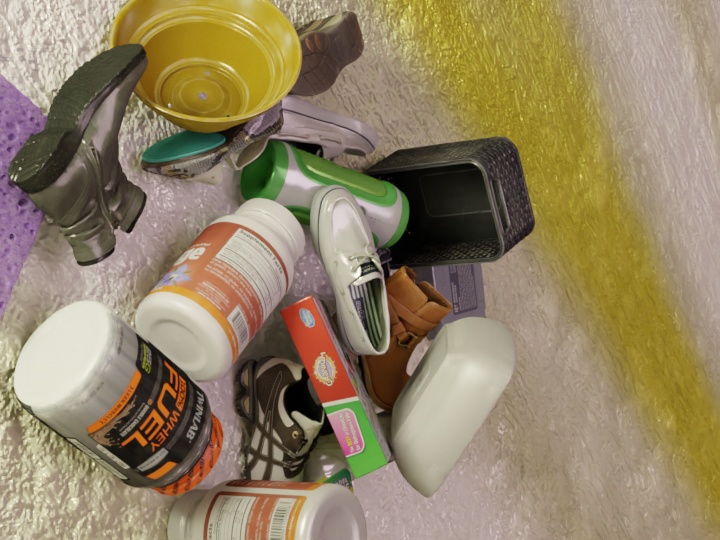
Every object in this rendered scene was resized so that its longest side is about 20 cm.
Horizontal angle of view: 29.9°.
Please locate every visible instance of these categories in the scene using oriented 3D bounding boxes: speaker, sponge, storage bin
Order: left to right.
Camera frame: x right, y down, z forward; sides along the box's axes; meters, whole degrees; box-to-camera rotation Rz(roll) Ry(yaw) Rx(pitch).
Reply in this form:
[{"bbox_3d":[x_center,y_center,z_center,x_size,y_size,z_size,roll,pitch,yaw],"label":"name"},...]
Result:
[{"bbox_3d":[-0.340,-0.068,1.243,0.112,0.030,0.201,45,51,-44],"label":"sponge"},{"bbox_3d":[-0.040,-0.087,1.583,0.199,0.088,0.089,18,71,-35],"label":"speaker"},{"bbox_3d":[0.107,-0.085,1.724,0.094,0.199,0.136,-35,115,-50],"label":"storage bin"}]

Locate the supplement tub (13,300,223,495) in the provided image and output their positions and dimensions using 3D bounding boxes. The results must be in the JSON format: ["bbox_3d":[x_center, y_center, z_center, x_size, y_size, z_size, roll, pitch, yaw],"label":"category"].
[{"bbox_3d":[-0.227,0.129,1.302,0.200,0.122,0.123,47,51,-41],"label":"supplement tub"}]

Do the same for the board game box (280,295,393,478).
[{"bbox_3d":[-0.024,0.129,1.528,0.153,0.040,0.201,45,20,-85],"label":"board game box"}]

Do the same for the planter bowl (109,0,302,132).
[{"bbox_3d":[-0.164,-0.207,1.420,0.084,0.199,0.201,105,9,-54],"label":"planter bowl"}]

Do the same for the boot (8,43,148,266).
[{"bbox_3d":[-0.248,-0.112,1.307,0.201,0.067,0.131,-60,136,-28],"label":"boot"}]

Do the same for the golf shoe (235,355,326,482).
[{"bbox_3d":[-0.083,0.197,1.524,0.078,0.094,0.202,-25,108,-54],"label":"golf shoe"}]

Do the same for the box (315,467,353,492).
[{"bbox_3d":[-0.062,0.325,1.529,0.117,0.048,0.202,-24,127,-53],"label":"box"}]

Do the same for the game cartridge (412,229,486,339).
[{"bbox_3d":[0.122,-0.007,1.881,0.133,0.041,0.202,-11,95,-58],"label":"game cartridge"}]

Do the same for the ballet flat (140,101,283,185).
[{"bbox_3d":[-0.153,-0.132,1.467,0.200,0.072,0.073,-37,117,-38],"label":"ballet flat"}]

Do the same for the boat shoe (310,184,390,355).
[{"bbox_3d":[0.000,0.000,1.529,0.073,0.067,0.202,-24,107,-27],"label":"boat shoe"}]

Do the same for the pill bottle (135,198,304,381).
[{"bbox_3d":[-0.142,0.015,1.431,0.200,0.111,0.113,-54,129,-43],"label":"pill bottle"}]

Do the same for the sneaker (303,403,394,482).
[{"bbox_3d":[-0.007,0.198,1.644,0.200,0.074,0.101,-24,107,-53],"label":"sneaker"}]

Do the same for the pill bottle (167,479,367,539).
[{"bbox_3d":[-0.101,0.274,1.399,0.112,0.199,0.113,7,82,-53],"label":"pill bottle"}]

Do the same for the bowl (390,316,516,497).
[{"bbox_3d":[0.099,0.149,1.591,0.201,0.074,0.200,-59,-173,15],"label":"bowl"}]

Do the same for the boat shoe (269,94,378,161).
[{"bbox_3d":[-0.054,-0.158,1.620,0.199,0.072,0.066,16,78,-52],"label":"boat shoe"}]

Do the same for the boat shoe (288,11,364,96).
[{"bbox_3d":[-0.065,-0.253,1.611,0.200,0.073,0.075,-41,122,-55],"label":"boat shoe"}]

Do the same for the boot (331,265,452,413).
[{"bbox_3d":[0.053,0.085,1.667,0.200,0.155,0.077,41,17,-33],"label":"boot"}]

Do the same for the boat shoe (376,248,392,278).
[{"bbox_3d":[0.007,-0.019,1.691,0.072,0.067,0.202,-22,105,-53],"label":"boat shoe"}]
